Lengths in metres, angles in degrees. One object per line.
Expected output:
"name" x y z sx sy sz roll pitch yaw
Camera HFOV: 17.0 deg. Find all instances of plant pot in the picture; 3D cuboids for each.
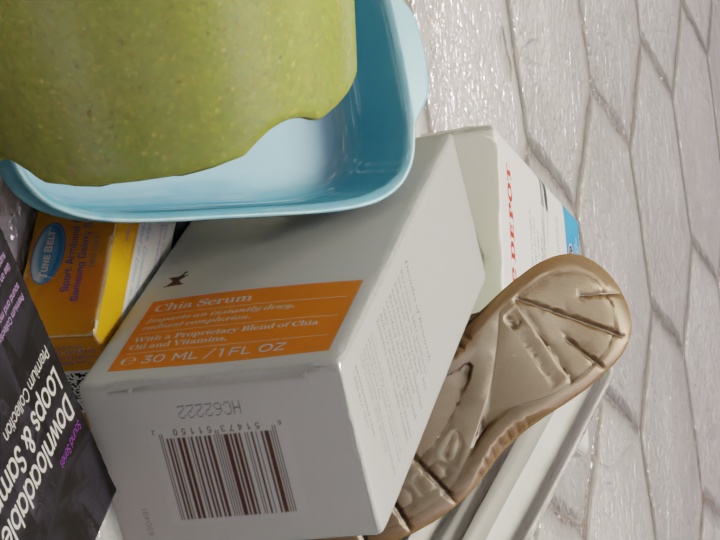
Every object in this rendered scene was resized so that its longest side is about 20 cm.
"plant pot" -0.079 -0.135 0.763 0.201 0.199 0.186 -64 148 -59

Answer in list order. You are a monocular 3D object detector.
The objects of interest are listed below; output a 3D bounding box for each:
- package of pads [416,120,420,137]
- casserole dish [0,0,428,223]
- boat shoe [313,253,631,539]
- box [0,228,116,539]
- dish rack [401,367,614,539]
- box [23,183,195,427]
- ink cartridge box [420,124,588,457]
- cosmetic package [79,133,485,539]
"package of pads" 0.000 0.000 1.135 0.200 0.068 0.156 -74 157 -78
"casserole dish" -0.065 -0.074 0.897 0.199 0.039 0.122 -5 79 -34
"boat shoe" 0.022 0.062 1.006 0.072 0.199 0.072 56 -25 0
"box" -0.139 0.031 0.738 0.143 0.036 0.201 -73 148 -58
"dish rack" 0.028 0.121 1.100 0.043 0.172 0.200 42 40 -5
"box" -0.078 0.034 0.972 0.201 0.041 0.120 67 24 -50
"ink cartridge box" 0.067 0.019 1.362 0.200 0.085 0.148 36 50 -66
"cosmetic package" -0.023 0.022 0.917 0.200 0.101 0.072 -64 144 -61
